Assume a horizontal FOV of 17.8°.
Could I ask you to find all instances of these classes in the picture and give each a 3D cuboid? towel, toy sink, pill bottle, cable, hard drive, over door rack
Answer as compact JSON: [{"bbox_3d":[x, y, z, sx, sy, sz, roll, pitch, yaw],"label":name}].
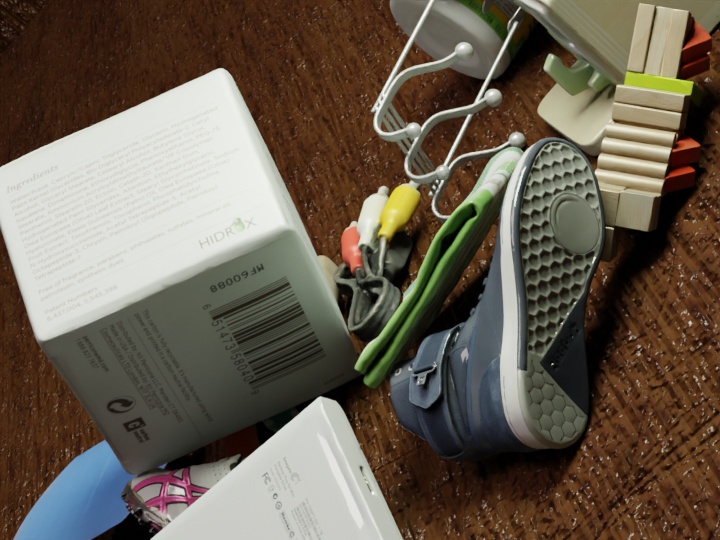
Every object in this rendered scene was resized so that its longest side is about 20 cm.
[{"bbox_3d":[0.054,-0.008,1.549,0.149,0.031,0.200,-60,-5,16],"label":"towel"},{"bbox_3d":[0.178,-0.202,1.648,0.200,0.112,0.130,-49,20,4],"label":"toy sink"},{"bbox_3d":[0.121,-0.265,1.871,0.200,0.111,0.111,-55,21,-13],"label":"pill bottle"},{"bbox_3d":[0.000,0.000,1.730,0.097,0.050,0.200,-39,12,26],"label":"cable"},{"bbox_3d":[-0.066,0.194,1.510,0.200,0.026,0.132,-41,55,23],"label":"hard drive"},{"bbox_3d":[0.080,-0.153,1.696,0.067,0.148,0.200,7,68,24],"label":"over door rack"}]

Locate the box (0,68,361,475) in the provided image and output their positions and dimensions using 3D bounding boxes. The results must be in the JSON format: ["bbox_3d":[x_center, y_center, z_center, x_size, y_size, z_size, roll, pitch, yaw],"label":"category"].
[{"bbox_3d":[-0.134,0.003,1.672,0.200,0.199,0.171,-23,53,1],"label":"box"}]

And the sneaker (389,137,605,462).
[{"bbox_3d":[0.083,0.023,1.456,0.146,0.077,0.203,-22,55,55],"label":"sneaker"}]

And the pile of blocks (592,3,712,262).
[{"bbox_3d":[0.197,-0.084,1.508,0.062,0.082,0.200,11,64,18],"label":"pile of blocks"}]

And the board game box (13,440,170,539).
[{"bbox_3d":[-0.205,0.191,1.878,0.200,0.039,0.158,-31,22,30],"label":"board game box"}]

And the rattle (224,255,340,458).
[{"bbox_3d":[-0.099,0.041,1.780,0.130,0.143,0.200,-11,34,32],"label":"rattle"}]

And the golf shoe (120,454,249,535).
[{"bbox_3d":[-0.103,0.173,1.656,0.092,0.073,0.200,-50,29,-12],"label":"golf shoe"}]
